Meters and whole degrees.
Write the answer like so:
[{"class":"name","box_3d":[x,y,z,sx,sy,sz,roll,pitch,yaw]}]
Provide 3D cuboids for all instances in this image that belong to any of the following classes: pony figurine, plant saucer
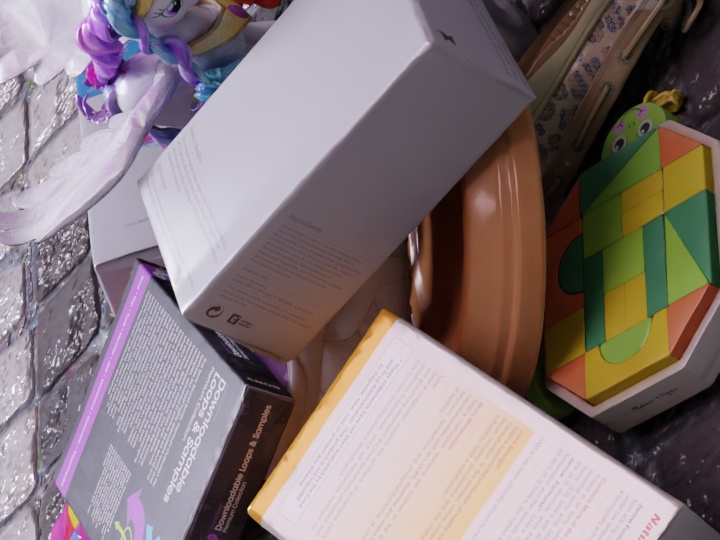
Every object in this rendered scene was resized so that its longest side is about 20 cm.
[{"class":"pony figurine","box_3d":[-0.114,-0.107,1.340,0.193,0.200,0.167,-34,59,29]},{"class":"plant saucer","box_3d":[0.055,-0.023,1.291,0.200,0.037,0.201,176,90,-79]}]

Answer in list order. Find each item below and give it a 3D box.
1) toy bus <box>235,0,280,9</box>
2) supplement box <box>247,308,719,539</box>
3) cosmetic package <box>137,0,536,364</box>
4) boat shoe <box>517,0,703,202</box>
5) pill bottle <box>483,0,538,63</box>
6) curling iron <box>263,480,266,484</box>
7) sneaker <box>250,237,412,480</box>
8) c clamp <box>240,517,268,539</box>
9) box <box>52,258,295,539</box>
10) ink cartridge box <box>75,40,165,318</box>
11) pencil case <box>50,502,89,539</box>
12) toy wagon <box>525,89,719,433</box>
[{"class":"toy bus","box_3d":[-0.047,-0.251,1.633,0.200,0.135,0.193,41,114,55]},{"class":"supplement box","box_3d":[0.060,0.124,1.168,0.200,0.073,0.126,34,88,35]},{"class":"cosmetic package","box_3d":[-0.016,-0.066,1.236,0.200,0.081,0.113,-44,42,23]},{"class":"boat shoe","box_3d":[0.142,-0.132,1.340,0.200,0.063,0.073,-52,8,12]},{"class":"pill bottle","box_3d":[0.008,-0.091,1.440,0.200,0.111,0.111,-50,34,18]},{"class":"curling iron","box_3d":[-0.080,0.148,1.353,0.200,0.025,0.050,-56,-2,-38]},{"class":"sneaker","box_3d":[-0.004,0.024,1.320,0.075,0.099,0.201,22,92,56]},{"class":"c clamp","box_3d":[-0.051,0.168,1.331,0.199,0.027,0.171,-20,22,39]},{"class":"box","box_3d":[-0.106,0.094,1.320,0.144,0.036,0.200,-68,26,11]},{"class":"ink cartridge box","box_3d":[-0.118,-0.031,1.527,0.084,0.145,0.201,-16,44,2]},{"class":"pencil case","box_3d":[-0.113,0.111,1.458,0.200,0.088,0.089,-56,31,30]},{"class":"toy wagon","box_3d":[0.145,-0.016,1.256,0.155,0.039,0.201,-32,43,38]}]
